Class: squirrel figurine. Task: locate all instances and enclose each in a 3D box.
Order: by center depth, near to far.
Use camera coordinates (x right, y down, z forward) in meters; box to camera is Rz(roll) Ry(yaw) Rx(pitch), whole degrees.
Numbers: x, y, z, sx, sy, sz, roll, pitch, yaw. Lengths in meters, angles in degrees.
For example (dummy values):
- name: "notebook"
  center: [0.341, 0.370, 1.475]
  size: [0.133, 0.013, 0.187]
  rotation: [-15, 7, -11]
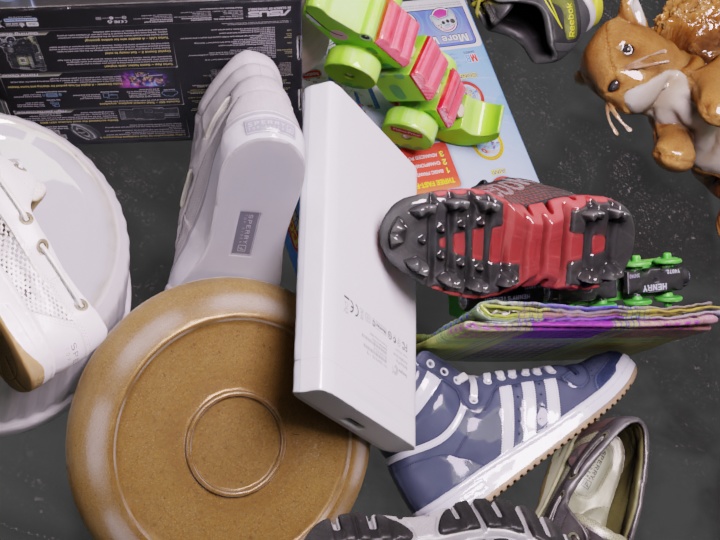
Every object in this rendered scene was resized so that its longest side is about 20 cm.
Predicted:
- name: "squirrel figurine"
  center: [0.276, -0.157, 1.071]
  size: [0.185, 0.142, 0.201]
  rotation: [26, 44, 2]

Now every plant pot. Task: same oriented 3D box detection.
- name: "plant pot"
  center: [-0.079, 0.105, 0.785]
  size: [0.198, 0.027, 0.202]
  rotation: [-1, 92, -24]

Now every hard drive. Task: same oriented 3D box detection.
- name: "hard drive"
  center: [0.000, 0.000, 0.810]
  size: [0.132, 0.026, 0.202]
  rotation: [40, 46, -55]

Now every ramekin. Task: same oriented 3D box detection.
- name: "ramekin"
  center: [-0.232, -0.005, 0.781]
  size: [0.201, 0.094, 0.204]
  rotation: [10, 63, -19]

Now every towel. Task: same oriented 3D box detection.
- name: "towel"
  center: [0.135, 0.043, 0.889]
  size: [0.198, 0.144, 0.023]
  rotation: [1, 77, -20]

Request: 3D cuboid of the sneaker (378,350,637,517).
- name: "sneaker"
  center: [0.095, 0.085, 0.885]
  size: [0.199, 0.070, 0.109]
  rotation: [-33, 82, -21]

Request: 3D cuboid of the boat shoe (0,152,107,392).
- name: "boat shoe"
  center: [-0.208, -0.033, 0.711]
  size: [0.069, 0.071, 0.201]
  rotation: [-28, 88, -32]

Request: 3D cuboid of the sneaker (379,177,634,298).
- name: "sneaker"
  center: [0.087, -0.024, 0.865]
  size: [0.199, 0.098, 0.072]
  rotation: [-1, 103, -33]

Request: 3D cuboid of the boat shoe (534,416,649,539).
- name: "boat shoe"
  center: [0.151, 0.185, 0.873]
  size: [0.071, 0.066, 0.202]
  rotation: [29, 58, -9]

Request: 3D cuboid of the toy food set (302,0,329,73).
- name: "toy food set"
  center: [-0.122, -0.186, 0.847]
  size: [0.198, 0.144, 0.061]
  rotation: [-5, 66, 1]

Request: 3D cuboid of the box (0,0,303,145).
- name: "box"
  center: [-0.135, -0.140, 0.817]
  size: [0.198, 0.161, 0.044]
  rotation: [-3, 66, -3]

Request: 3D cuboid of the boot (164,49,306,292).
- name: "boot"
  center: [-0.082, -0.041, 0.821]
  size: [0.073, 0.201, 0.096]
  rotation: [9, 42, -20]

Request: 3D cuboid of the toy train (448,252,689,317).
- name: "toy train"
  center: [0.156, 0.013, 0.961]
  size: [0.198, 0.056, 0.042]
  rotation: [-5, 96, -23]

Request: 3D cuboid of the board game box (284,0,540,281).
- name: "board game box"
  center: [0.019, -0.102, 0.958]
  size: [0.198, 0.056, 0.197]
  rotation: [-11, 71, -27]

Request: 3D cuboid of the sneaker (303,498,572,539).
- name: "sneaker"
  center: [0.052, 0.202, 0.811]
  size: [0.198, 0.091, 0.078]
  rotation: [5, 37, -13]

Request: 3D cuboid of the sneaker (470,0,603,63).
- name: "sneaker"
  center: [0.112, -0.251, 1.058]
  size: [0.199, 0.074, 0.085]
  rotation: [35, 58, -5]

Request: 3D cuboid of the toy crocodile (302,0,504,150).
- name: "toy crocodile"
  center: [0.030, -0.141, 0.873]
  size: [0.200, 0.061, 0.068]
  rotation: [40, 63, -45]
